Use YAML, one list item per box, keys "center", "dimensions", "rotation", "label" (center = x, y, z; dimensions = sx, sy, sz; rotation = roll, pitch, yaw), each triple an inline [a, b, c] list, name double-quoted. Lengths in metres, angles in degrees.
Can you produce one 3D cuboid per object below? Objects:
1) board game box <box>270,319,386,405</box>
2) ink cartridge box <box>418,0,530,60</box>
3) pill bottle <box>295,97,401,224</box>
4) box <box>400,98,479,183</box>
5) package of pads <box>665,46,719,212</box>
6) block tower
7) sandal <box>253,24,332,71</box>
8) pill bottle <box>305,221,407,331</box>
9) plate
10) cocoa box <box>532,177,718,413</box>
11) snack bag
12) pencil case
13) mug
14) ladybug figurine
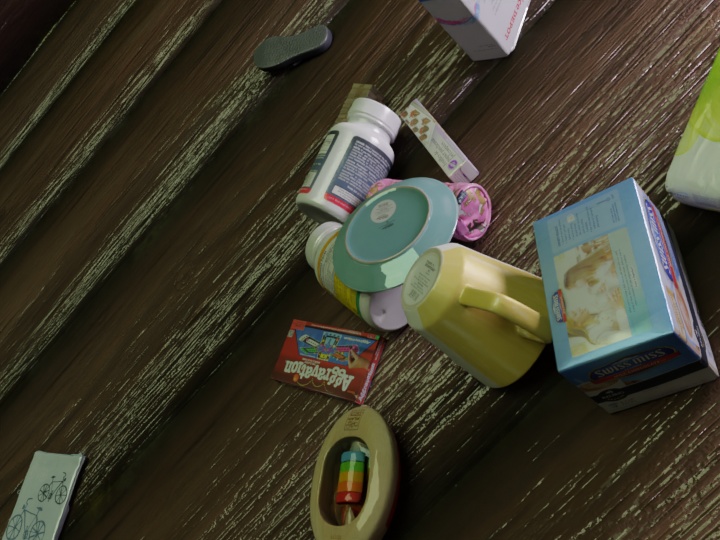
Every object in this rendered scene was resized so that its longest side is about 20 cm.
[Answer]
- center: [-0.053, 0.136, 1.253]
  dimensions: [0.198, 0.019, 0.104]
  rotation: [6, 70, 45]
  label: "board game box"
- center: [0.174, -0.449, 1.284]
  dimensions: [0.084, 0.199, 0.146]
  rotation: [4, 66, 49]
  label: "ink cartridge box"
- center: [-0.012, -0.171, 1.339]
  dimensions: [0.119, 0.119, 0.202]
  rotation: [15, 75, 47]
  label: "pill bottle"
- center: [0.122, -0.202, 1.291]
  dimensions: [0.039, 0.041, 0.201]
  rotation: [-43, 41, 13]
  label: "box"
- center: [0.444, -0.159, 0.912]
  dimensions: [0.154, 0.068, 0.203]
  rotation: [22, 90, 49]
  label: "package of pads"
- center: [-0.022, -0.226, 1.434]
  dimensions: [0.057, 0.054, 0.202]
  rotation: [17, 77, 48]
  label: "block tower"
- center: [-0.142, -0.456, 1.717]
  dimensions: [0.198, 0.043, 0.077]
  rotation: [-3, 69, 32]
  label: "sandal"
- center: [0.000, 0.000, 1.220]
  dimensions: [0.113, 0.112, 0.199]
  rotation: [-55, 41, 0]
  label: "pill bottle"
- center: [0.041, -0.058, 1.134]
  dimensions: [0.198, 0.026, 0.202]
  rotation: [-21, 44, 22]
  label: "plate"
- center: [0.288, 0.029, 0.910]
  dimensions: [0.132, 0.131, 0.202]
  rotation: [-25, 49, 30]
  label: "cocoa box"
- center: [-0.614, 0.448, 1.585]
  dimensions: [0.187, 0.021, 0.203]
  rotation: [-7, 60, 40]
  label: "snack bag"
- center: [0.096, -0.092, 1.211]
  dimensions: [0.198, 0.086, 0.084]
  rotation: [11, 90, 48]
  label: "pencil case"
- center: [0.143, 0.035, 0.990]
  dimensions: [0.186, 0.152, 0.151]
  rotation: [-38, 31, 46]
  label: "mug"
- center: [0.001, 0.276, 1.069]
  dimensions: [0.134, 0.072, 0.203]
  rotation: [-11, 58, 40]
  label: "ladybug figurine"
